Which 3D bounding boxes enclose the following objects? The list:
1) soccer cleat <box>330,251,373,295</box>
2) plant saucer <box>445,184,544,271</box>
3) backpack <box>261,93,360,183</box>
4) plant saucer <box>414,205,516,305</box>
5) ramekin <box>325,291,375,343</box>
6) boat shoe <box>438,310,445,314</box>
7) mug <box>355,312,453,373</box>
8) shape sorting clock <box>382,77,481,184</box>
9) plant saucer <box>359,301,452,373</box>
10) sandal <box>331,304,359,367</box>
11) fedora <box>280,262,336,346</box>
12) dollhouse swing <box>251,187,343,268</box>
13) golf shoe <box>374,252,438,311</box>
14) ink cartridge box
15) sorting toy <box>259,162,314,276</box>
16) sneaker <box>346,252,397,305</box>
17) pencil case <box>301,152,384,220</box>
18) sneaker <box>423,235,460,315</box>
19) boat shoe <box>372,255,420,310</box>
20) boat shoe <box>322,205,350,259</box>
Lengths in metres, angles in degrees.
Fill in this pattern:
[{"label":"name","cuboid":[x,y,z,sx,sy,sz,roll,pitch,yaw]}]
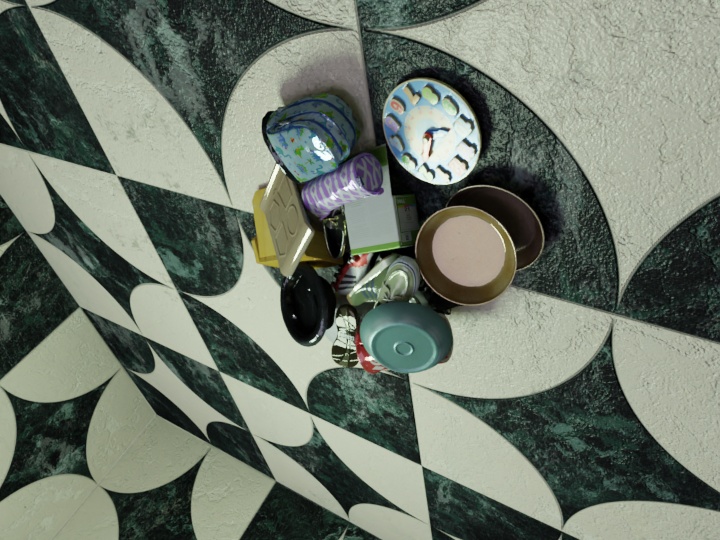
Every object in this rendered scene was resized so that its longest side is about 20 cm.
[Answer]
[{"label":"soccer cleat","cuboid":[0.000,0.000,1.318,0.084,0.070,0.200,29,137,-12]},{"label":"plant saucer","cuboid":[0.254,-0.085,1.046,0.197,0.037,0.203,24,142,20]},{"label":"backpack","cuboid":[-0.092,-0.258,1.084,0.196,0.155,0.165,-16,122,30]},{"label":"plant saucer","cuboid":[0.201,-0.031,1.053,0.196,0.035,0.205,12,119,22]},{"label":"ramekin","cuboid":[-0.013,0.130,1.465,0.199,0.095,0.205,23,142,19]},{"label":"boat shoe","cuboid":[0.107,0.077,1.332,0.198,0.063,0.074,28,147,16]},{"label":"mug","cuboid":[0.093,0.170,1.253,0.196,0.177,0.137,-10,101,35]},{"label":"shape sorting clock","cuboid":[0.123,-0.242,0.986,0.196,0.039,0.203,23,142,19]},{"label":"plant saucer","cuboid":[0.092,0.150,1.143,0.194,0.036,0.203,7,131,7]},{"label":"sandal","cuboid":[-0.030,0.163,1.396,0.080,0.055,0.204,13,124,21]},{"label":"fedora","cuboid":[-0.116,0.081,1.366,0.198,0.090,0.206,5,96,45]},{"label":"dollhouse swing","cuboid":[-0.161,-0.106,1.387,0.197,0.181,0.179,-8,167,44]},{"label":"golf shoe","cuboid":[0.114,0.025,1.255,0.196,0.078,0.096,22,142,19]},{"label":"ink cartridge box","cuboid":[0.038,-0.144,1.149,0.146,0.075,0.206,-7,92,45]},{"label":"sorting toy","cuboid":[-0.163,-0.118,1.238,0.186,0.036,0.203,-54,52,49]},{"label":"sneaker","cuboid":[0.043,0.048,1.236,0.091,0.066,0.200,54,137,10]},{"label":"pencil case","cuboid":[-0.035,-0.167,1.111,0.198,0.084,0.086,-13,118,50]},{"label":"sneaker","cuboid":[0.168,0.010,1.152,0.113,0.076,0.201,-33,114,15]},{"label":"boat shoe","cuboid":[0.068,0.057,1.135,0.071,0.062,0.202,30,137,12]},{"label":"boat shoe","cuboid":[-0.053,-0.112,1.262,0.070,0.061,0.204,18,140,25]}]
